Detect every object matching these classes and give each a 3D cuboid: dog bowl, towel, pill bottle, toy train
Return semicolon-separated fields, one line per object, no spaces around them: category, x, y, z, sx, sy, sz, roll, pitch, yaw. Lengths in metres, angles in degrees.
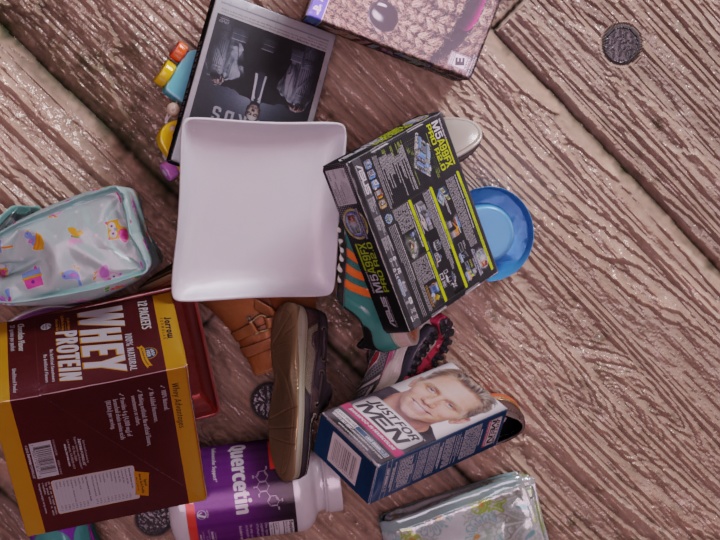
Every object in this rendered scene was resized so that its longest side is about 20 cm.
dog bowl;0.102;-0.037;1.521;0.199;0.050;0.112;-11;99;-5
towel;0.137;0.351;1.578;0.199;0.048;0.172;-17;98;-3
pill bottle;-0.124;0.256;1.507;0.199;0.112;0.113;-8;98;-5
toy train;-0.166;-0.166;1.479;0.150;0.056;0.201;-8;92;-23

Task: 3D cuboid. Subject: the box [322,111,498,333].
box;0.058;-0.054;1.418;0.160;0.044;0.201;-33;108;-38

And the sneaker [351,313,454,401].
sneaker;0.029;0.128;1.518;0.075;0.081;0.200;30;79;32

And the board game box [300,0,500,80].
board game box;0.054;-0.323;1.452;0.199;0.097;0.160;19;95;-8

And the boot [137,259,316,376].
boot;-0.146;0.049;1.505;0.199;0.077;0.156;-18;103;-10

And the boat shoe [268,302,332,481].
boat shoe;-0.063;0.137;1.456;0.065;0.072;0.201;6;78;-31

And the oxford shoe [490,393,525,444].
oxford shoe;0.099;0.191;1.539;0.199;0.073;0.071;-14;100;-3

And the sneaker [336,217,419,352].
sneaker;0.000;0.000;1.458;0.080;0.071;0.201;-14;99;22

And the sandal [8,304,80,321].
sandal;-0.323;0.080;1.495;0.202;0.050;0.083;-3;98;-5

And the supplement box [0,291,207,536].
supplement box;-0.282;0.155;1.397;0.199;0.133;0.198;-10;127;-10

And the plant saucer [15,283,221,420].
plant saucer;-0.273;0.105;1.471;0.199;0.037;0.200;-12;127;-7

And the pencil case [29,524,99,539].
pencil case;-0.337;0.324;1.510;0.092;0.085;0.201;-12;100;13

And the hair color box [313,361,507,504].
hair color box;0.057;0.177;1.434;0.200;0.100;0.061;-17;133;-39

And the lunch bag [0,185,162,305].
lunch bag;-0.333;-0.019;1.420;0.199;0.170;0.122;-18;93;-1

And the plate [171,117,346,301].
plate;-0.115;-0.068;1.424;0.199;0.032;0.200;-2;102;-29

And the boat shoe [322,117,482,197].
boat shoe;0.047;-0.123;1.508;0.199;0.057;0.067;-21;64;-6

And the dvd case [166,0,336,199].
dvd case;-0.122;-0.196;1.454;0.150;0.025;0.201;17;83;-21
